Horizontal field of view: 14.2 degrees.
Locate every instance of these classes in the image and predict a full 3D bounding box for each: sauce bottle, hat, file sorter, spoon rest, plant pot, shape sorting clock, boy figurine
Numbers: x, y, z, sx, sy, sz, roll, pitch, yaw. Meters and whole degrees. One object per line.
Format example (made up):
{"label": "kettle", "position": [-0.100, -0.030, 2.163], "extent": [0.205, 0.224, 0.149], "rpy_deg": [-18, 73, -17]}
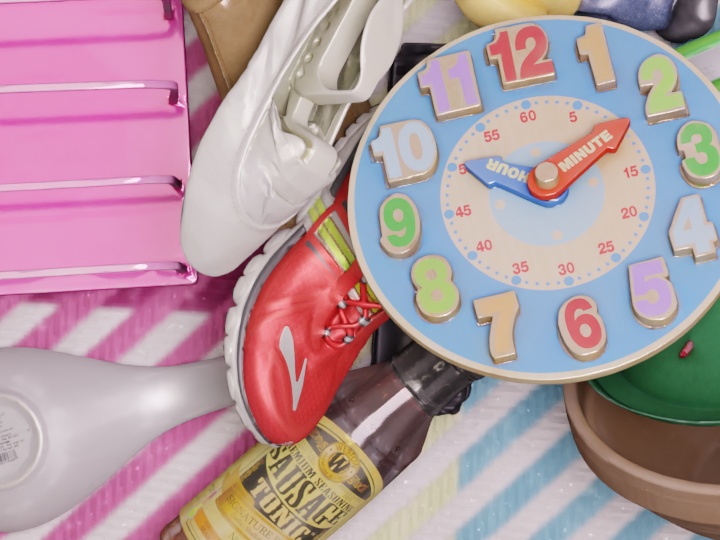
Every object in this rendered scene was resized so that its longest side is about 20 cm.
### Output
{"label": "sauce bottle", "position": [-0.016, 0.097, 1.526], "extent": [0.200, 0.066, 0.066], "rpy_deg": [-43, 90, 11]}
{"label": "hat", "position": [0.192, -0.041, 1.448], "extent": [0.200, 0.166, 0.176], "rpy_deg": [-14, 125, 2]}
{"label": "file sorter", "position": [-0.161, -0.089, 1.515], "extent": [0.139, 0.125, 0.200], "rpy_deg": [-3, 89, -2]}
{"label": "spoon rest", "position": [-0.143, 0.079, 1.553], "extent": [0.200, 0.061, 0.099], "rpy_deg": [-14, 88, 12]}
{"label": "plant pot", "position": [0.210, 0.080, 1.511], "extent": [0.201, 0.201, 0.093], "rpy_deg": [-15, 126, -1]}
{"label": "shape sorting clock", "position": [0.092, -0.039, 1.430], "extent": [0.200, 0.039, 0.200], "rpy_deg": [-4, 62, 7]}
{"label": "boy figurine", "position": [0.091, -0.178, 1.525], "extent": [0.200, 0.064, 0.124], "rpy_deg": [12, 87, -23]}

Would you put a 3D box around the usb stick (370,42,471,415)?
{"label": "usb stick", "position": [0.037, -0.022, 1.564], "extent": [0.055, 0.033, 0.200], "rpy_deg": [3, 89, 8]}

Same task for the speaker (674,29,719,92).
{"label": "speaker", "position": [0.164, -0.070, 1.535], "extent": [0.200, 0.088, 0.088], "rpy_deg": [-24, 89, -6]}

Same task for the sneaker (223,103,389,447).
{"label": "sneaker", "position": [0.000, 0.000, 1.482], "extent": [0.077, 0.085, 0.200], "rpy_deg": [38, 74, -42]}

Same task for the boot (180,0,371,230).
{"label": "boot", "position": [-0.038, -0.151, 1.520], "extent": [0.175, 0.066, 0.200], "rpy_deg": [-52, 132, -32]}

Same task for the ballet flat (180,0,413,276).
{"label": "ballet flat", "position": [-0.027, -0.084, 1.448], "extent": [0.069, 0.069, 0.200], "rpy_deg": [26, 90, 0]}
